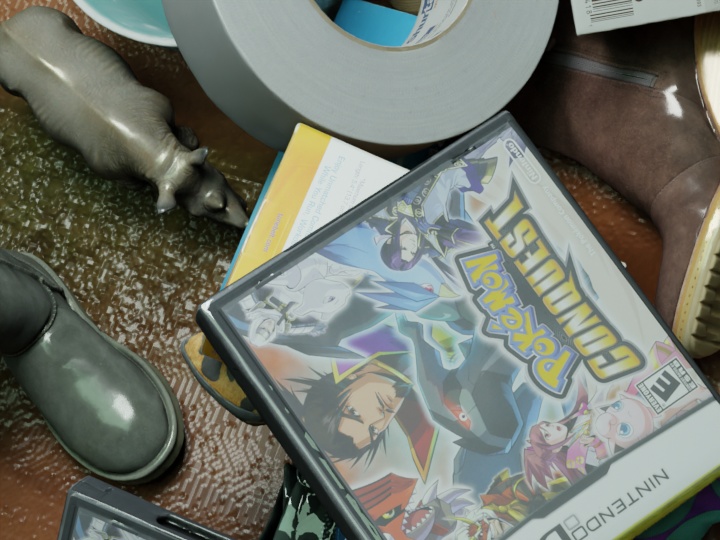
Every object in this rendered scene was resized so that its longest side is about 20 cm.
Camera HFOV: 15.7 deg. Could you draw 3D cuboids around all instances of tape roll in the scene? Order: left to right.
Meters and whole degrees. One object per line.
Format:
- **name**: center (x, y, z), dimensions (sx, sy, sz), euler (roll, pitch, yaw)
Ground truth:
- **tape roll**: center (0.000, -0.156, 1.321), dimensions (0.200, 0.066, 0.201), euler (4, 80, -25)

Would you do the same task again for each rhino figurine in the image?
- **rhino figurine**: center (-0.130, -0.078, 1.440), dimensions (0.200, 0.087, 0.060), euler (40, 88, 26)

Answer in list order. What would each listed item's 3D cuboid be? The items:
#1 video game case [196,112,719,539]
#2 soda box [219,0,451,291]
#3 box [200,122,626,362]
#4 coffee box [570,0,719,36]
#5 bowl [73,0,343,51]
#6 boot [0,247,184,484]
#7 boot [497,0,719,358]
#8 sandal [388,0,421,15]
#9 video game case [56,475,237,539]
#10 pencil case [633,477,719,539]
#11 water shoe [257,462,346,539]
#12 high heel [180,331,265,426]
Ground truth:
- **video game case**: center (0.053, 0.052, 1.214), dimensions (0.180, 0.026, 0.200), euler (-33, 79, -16)
- **soda box**: center (-0.008, -0.039, 1.397), dimensions (0.068, 0.064, 0.200), euler (18, 79, 23)
- **box**: center (0.037, 0.023, 1.264), dimensions (0.200, 0.041, 0.119), euler (24, 70, -2)
- **coffee box**: center (0.199, -0.187, 1.323), dimensions (0.199, 0.114, 0.080), euler (-10, 113, 6)
- **bowl**: center (-0.066, -0.199, 1.450), dimensions (0.200, 0.105, 0.201), euler (-6, 70, 18)
- **boot**: center (-0.193, 0.027, 1.363), dimensions (0.182, 0.200, 0.073), euler (41, 89, 26)
- **boot**: center (0.142, -0.059, 1.364), dimensions (0.166, 0.072, 0.201), euler (9, 76, 34)
- **sandal**: center (0.097, -0.211, 1.407), dimensions (0.211, 0.070, 0.078), euler (-25, 45, 11)
- **video game case**: center (-0.081, 0.223, 1.283), dimensions (0.180, 0.025, 0.201), euler (22, 114, 17)
- **pencil case**: center (0.096, 0.150, 1.284), dimensions (0.200, 0.092, 0.085), euler (-44, 32, 4)
- **water shoe**: center (-0.002, 0.120, 1.322), dimensions (0.200, 0.072, 0.079), euler (-41, 99, 2)
- **high heel**: center (0.000, 0.000, 1.327), dimensions (0.142, 0.071, 0.200), euler (19, 56, 3)
